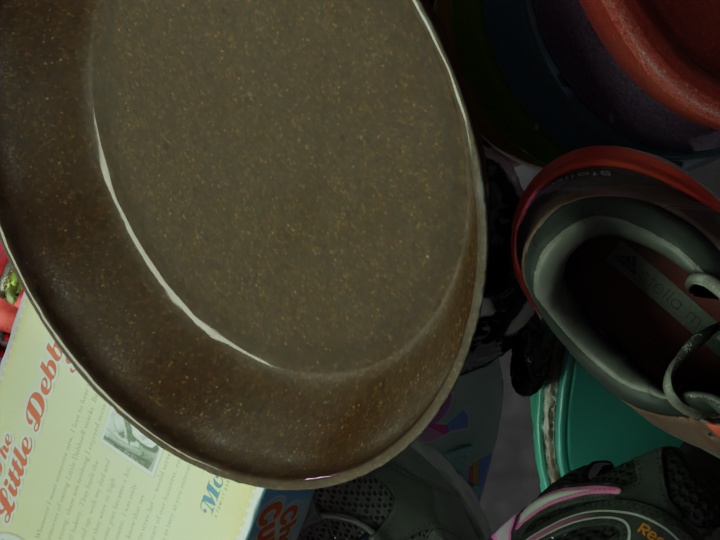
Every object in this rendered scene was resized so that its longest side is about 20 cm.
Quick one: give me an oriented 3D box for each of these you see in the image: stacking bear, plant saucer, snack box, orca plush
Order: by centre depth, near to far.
[{"bbox_3d":[-0.034,-0.036,0.752,0.200,0.037,0.201,18,120,35],"label":"plant saucer"},{"bbox_3d":[0.070,-0.081,0.797,0.200,0.121,0.114,164,103,-65],"label":"stacking bear"},{"bbox_3d":[0.000,0.000,0.834,0.106,0.071,0.200,67,169,-13],"label":"orca plush"},{"bbox_3d":[-0.087,0.102,0.878,0.116,0.037,0.201,31,113,27],"label":"snack box"}]

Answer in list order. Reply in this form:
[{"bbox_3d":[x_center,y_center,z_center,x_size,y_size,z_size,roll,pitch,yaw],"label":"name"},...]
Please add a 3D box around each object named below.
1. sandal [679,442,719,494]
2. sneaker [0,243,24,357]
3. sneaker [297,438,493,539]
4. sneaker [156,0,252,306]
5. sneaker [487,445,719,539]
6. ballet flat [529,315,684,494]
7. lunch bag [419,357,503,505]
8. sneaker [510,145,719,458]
[{"bbox_3d":[0.127,0.146,0.800,0.075,0.045,0.201,-8,91,13],"label":"sandal"},{"bbox_3d":[-0.119,0.014,0.957,0.200,0.085,0.077,44,158,42],"label":"sneaker"},{"bbox_3d":[0.019,0.130,0.889,0.075,0.082,0.200,-31,104,20],"label":"sneaker"},{"bbox_3d":[-0.038,-0.088,0.806,0.070,0.099,0.201,-108,35,-74],"label":"sneaker"},{"bbox_3d":[0.066,0.103,0.773,0.080,0.086,0.200,41,163,-4],"label":"sneaker"},{"bbox_3d":[0.084,0.076,0.856,0.070,0.067,0.201,-174,77,-69],"label":"ballet flat"},{"bbox_3d":[-0.024,0.079,0.998,0.160,0.077,0.201,43,132,41],"label":"lunch bag"},{"bbox_3d":[0.123,0.041,0.700,0.200,0.082,0.077,29,105,5],"label":"sneaker"}]
